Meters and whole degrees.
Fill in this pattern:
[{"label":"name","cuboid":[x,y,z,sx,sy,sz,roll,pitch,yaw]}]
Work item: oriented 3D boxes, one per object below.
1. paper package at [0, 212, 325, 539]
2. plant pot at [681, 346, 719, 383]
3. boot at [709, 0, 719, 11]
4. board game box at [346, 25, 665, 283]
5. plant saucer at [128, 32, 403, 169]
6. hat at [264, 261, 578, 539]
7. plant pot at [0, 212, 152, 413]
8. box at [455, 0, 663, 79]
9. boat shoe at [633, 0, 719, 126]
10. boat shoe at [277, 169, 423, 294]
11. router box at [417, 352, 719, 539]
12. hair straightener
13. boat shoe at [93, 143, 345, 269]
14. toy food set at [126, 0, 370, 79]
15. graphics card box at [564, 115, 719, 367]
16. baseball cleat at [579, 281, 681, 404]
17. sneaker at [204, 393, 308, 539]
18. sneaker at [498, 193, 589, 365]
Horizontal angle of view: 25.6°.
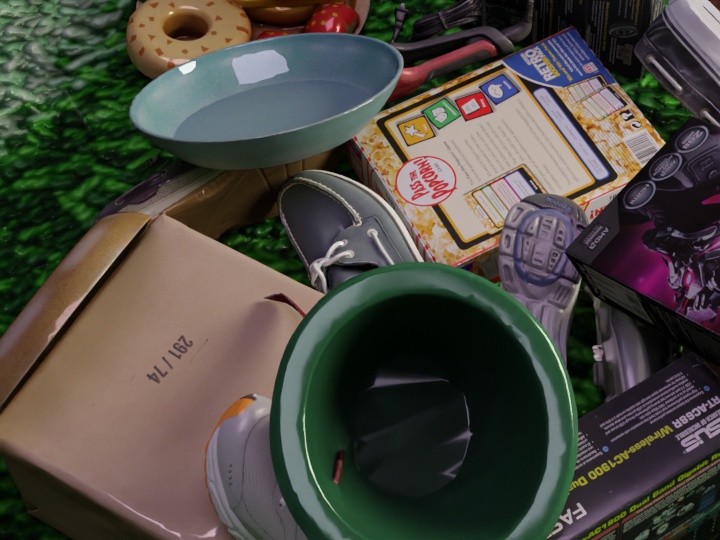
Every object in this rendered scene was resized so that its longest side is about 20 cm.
[{"label":"paper package","cuboid":[-0.104,0.093,1.020,0.189,0.104,0.201,24,59,20]},{"label":"plant pot","cuboid":[0.303,0.049,0.979,0.177,0.201,0.201,10,55,30]},{"label":"boot","cuboid":[0.368,-0.211,1.216,0.197,0.074,0.156,3,53,5]},{"label":"board game box","cuboid":[0.109,-0.080,1.159,0.198,0.047,0.152,-24,57,-12]},{"label":"plant saucer","cuboid":[-0.065,-0.118,1.128,0.197,0.036,0.201,-8,26,4]},{"label":"hat","cuboid":[0.022,0.094,0.900,0.163,0.176,0.203,8,70,-6]},{"label":"plant pot","cuboid":[-0.204,0.037,1.014,0.027,0.200,0.201,38,62,-6]},{"label":"box","cuboid":[0.149,-0.245,1.177,0.159,0.201,0.044,19,58,17]},{"label":"boat shoe","cuboid":[0.281,-0.112,1.155,0.201,0.071,0.072,52,35,12]},{"label":"boat shoe","cuboid":[0.000,0.000,1.085,0.200,0.061,0.073,50,115,26]},{"label":"router box","cuboid":[0.130,0.154,0.930,0.199,0.151,0.062,-29,57,-16]},{"label":"hair straightener","cuboid":[0.043,-0.178,1.199,0.198,0.041,0.078,-22,63,14]},{"label":"boat shoe","cuboid":[-0.104,-0.066,1.148,0.199,0.074,0.065,-29,51,-22]},{"label":"toy food set","cuboid":[-0.090,-0.224,1.274,0.197,0.049,0.200,-3,55,2]},{"label":"graphics card box","cuboid":[0.225,-0.009,0.923,0.126,0.051,0.200,-46,34,-6]},{"label":"baseball cleat","cuboid":[0.197,0.031,1.035,0.105,0.070,0.201,-1,38,2]},{"label":"sneaker","cuboid":[-0.014,0.156,0.907,0.091,0.202,0.076,-1,33,47]},{"label":"sneaker","cuboid":[0.111,0.054,1.052,0.074,0.087,0.202,17,76,13]}]
